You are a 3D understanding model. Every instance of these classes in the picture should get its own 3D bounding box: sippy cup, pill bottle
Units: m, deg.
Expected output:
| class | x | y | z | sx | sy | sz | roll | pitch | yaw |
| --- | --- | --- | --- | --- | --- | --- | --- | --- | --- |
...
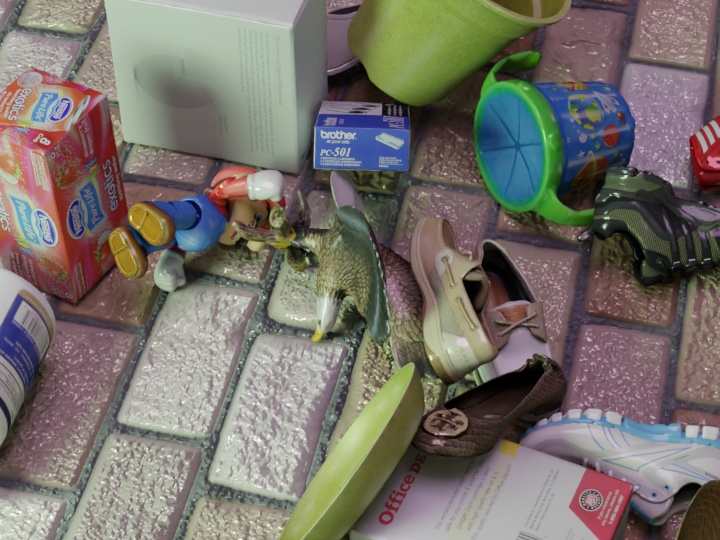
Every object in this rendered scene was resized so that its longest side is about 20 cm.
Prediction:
| class | x | y | z | sx | sy | sz | roll | pitch | yaw |
| --- | --- | --- | --- | --- | --- | --- | --- | --- | --- |
| sippy cup | 0.205 | -0.137 | 1.748 | 0.130 | 0.178 | 0.140 | -14 | 12 | -28 |
| pill bottle | -0.359 | 0.102 | 1.516 | 0.119 | 0.120 | 0.200 | 10 | 47 | 9 |

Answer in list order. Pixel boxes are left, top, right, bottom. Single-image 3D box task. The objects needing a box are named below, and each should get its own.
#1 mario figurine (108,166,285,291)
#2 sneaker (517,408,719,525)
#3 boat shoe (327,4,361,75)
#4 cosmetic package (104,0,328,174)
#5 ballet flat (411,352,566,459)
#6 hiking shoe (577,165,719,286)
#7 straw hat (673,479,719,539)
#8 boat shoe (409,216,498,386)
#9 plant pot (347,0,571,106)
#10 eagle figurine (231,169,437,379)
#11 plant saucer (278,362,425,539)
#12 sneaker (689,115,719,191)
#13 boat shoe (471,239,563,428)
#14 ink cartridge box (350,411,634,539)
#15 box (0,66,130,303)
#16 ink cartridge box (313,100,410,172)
| class | x | y | z | sx | sy | sz | roll | pitch | yaw |
| --- | --- | --- | --- | --- | --- | --- | --- | --- | --- |
| mario figurine | -0.139 | -0.038 | 1.656 | 0.123 | 0.106 | 0.200 | -1 | 13 | 40 |
| sneaker | 0.234 | 0.177 | 1.483 | 0.199 | 0.075 | 0.087 | 4 | 52 | 4 |
| boat shoe | -0.020 | -0.261 | 1.906 | 0.200 | 0.060 | 0.074 | -24 | 93 | -15 |
| cosmetic package | -0.142 | -0.227 | 1.775 | 0.199 | 0.200 | 0.123 | 13 | 48 | 11 |
| ballet flat | 0.114 | 0.113 | 1.456 | 0.067 | 0.046 | 0.200 | 27 | 29 | 34 |
| hiking shoe | 0.315 | -0.022 | 1.680 | 0.200 | 0.076 | 0.101 | 27 | 91 | 3 |
| straw hat | 0.231 | 0.259 | 1.346 | 0.085 | 0.201 | 0.201 | 3 | 43 | 30 |
| boat shoe | 0.091 | 0.019 | 1.571 | 0.065 | 0.072 | 0.200 | -24 | 38 | 17 |
| plant pot | 0.088 | -0.277 | 1.792 | 0.200 | 0.184 | 0.201 | 24 | 42 | -23 |
| eagle figurine | -0.001 | 0.007 | 1.609 | 0.200 | 0.151 | 0.152 | 23 | 35 | 34 |
| plant saucer | -0.003 | 0.166 | 1.422 | 0.031 | 0.200 | 0.200 | 35 | 51 | -4 |
| sneaker | 0.416 | -0.093 | 1.751 | 0.115 | 0.078 | 0.200 | -30 | 41 | -16 |
| boat shoe | 0.137 | 0.057 | 1.595 | 0.075 | 0.069 | 0.200 | -11 | 49 | -14 |
| ink cartridge box | 0.109 | 0.220 | 1.429 | 0.200 | 0.084 | 0.145 | 19 | 48 | 17 |
| box | -0.293 | -0.080 | 1.633 | 0.095 | 0.200 | 0.100 | 22 | 50 | 22 |
| ink cartridge box | 0.003 | -0.138 | 1.728 | 0.094 | 0.044 | 0.200 | 2 | 13 | 0 |
